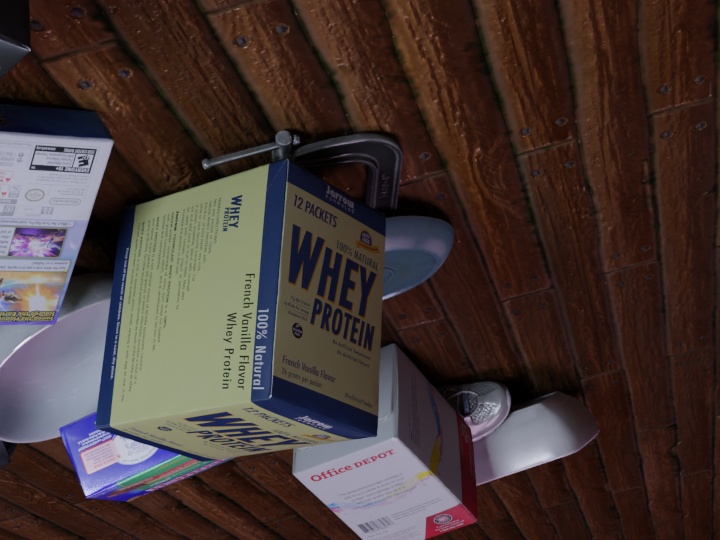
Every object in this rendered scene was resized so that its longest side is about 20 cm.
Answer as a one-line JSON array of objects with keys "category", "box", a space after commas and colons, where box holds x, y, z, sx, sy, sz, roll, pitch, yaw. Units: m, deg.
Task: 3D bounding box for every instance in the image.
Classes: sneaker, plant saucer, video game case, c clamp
[{"category": "sneaker", "box": [0.095, 0.184, 1.728, 0.197, 0.076, 0.082, -15, 156, 10]}, {"category": "plant saucer", "box": [0.000, 0.000, 1.327, 0.197, 0.028, 0.200, -13, 162, -4]}, {"category": "video game case", "box": [-0.306, -0.040, 1.022, 0.198, 0.046, 0.183, 1, 127, -36]}, {"category": "c clamp", "box": [-0.044, -0.072, 1.196, 0.169, 0.027, 0.201, -15, 154, -3]}]

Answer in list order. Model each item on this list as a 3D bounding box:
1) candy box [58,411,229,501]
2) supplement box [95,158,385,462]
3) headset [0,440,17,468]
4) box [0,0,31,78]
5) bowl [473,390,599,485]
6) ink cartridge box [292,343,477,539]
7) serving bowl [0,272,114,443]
[{"category": "candy box", "box": [-0.185, 0.161, 1.324, 0.167, 0.078, 0.200, -23, 170, -3]}, {"category": "supplement box", "box": [-0.098, 0.041, 1.132, 0.198, 0.203, 0.134, -13, 154, 36]}, {"category": "headset", "box": [-0.421, 0.157, 1.408, 0.093, 0.125, 0.200, -29, -174, -19]}, {"category": "box", "box": [-0.292, -0.154, 0.765, 0.123, 0.150, 0.199, 16, 144, -43]}, {"category": "bowl", "box": [0.210, 0.222, 1.809, 0.198, 0.076, 0.200, -21, 175, 21]}, {"category": "ink cartridge box", "box": [0.030, 0.215, 1.621, 0.144, 0.146, 0.200, -22, 133, 22]}, {"category": "serving bowl", "box": [-0.267, 0.068, 1.233, 0.198, 0.066, 0.201, -28, 152, -16]}]
